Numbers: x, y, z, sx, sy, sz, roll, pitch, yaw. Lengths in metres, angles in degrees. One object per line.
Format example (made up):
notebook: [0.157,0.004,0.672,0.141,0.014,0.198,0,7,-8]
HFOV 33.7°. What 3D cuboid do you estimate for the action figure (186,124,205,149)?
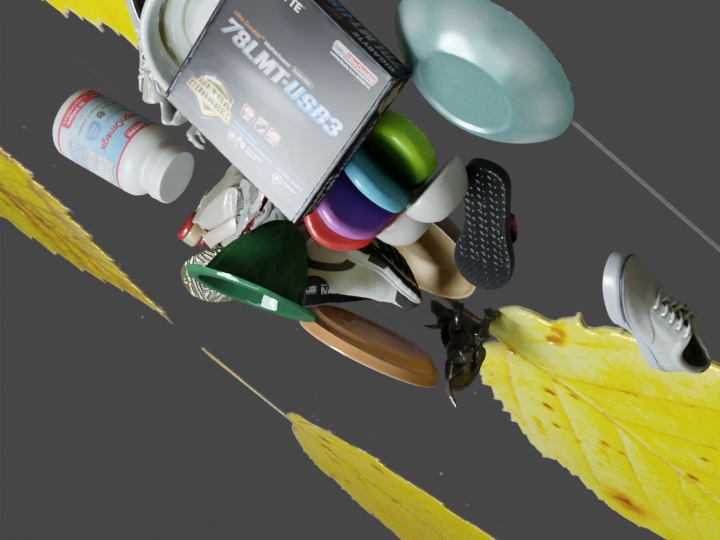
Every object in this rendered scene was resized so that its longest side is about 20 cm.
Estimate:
action figure: [-0.146,-0.183,1.439,0.118,0.103,0.200,16,154,45]

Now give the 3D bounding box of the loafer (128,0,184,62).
loafer: [-0.207,-0.249,1.347,0.069,0.070,0.202,-22,102,27]

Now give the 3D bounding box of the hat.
hat: [-0.093,-0.051,1.377,0.164,0.178,0.199,25,170,-26]

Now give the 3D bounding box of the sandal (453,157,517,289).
sandal: [0.148,-0.053,1.346,0.074,0.045,0.201,22,141,21]

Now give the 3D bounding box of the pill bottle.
pill bottle: [-0.346,-0.180,1.749,0.198,0.109,0.109,28,158,19]

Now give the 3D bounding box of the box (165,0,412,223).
box: [-0.077,-0.187,1.196,0.200,0.050,0.199,45,124,8]

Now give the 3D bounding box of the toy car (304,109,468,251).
toy car: [0.005,-0.094,1.295,0.175,0.150,0.200,44,155,-4]

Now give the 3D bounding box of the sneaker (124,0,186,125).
sneaker: [-0.241,-0.255,1.444,0.075,0.092,0.201,21,154,35]

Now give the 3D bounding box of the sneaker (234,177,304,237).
sneaker: [-0.097,-0.079,1.454,0.098,0.079,0.200,8,170,-16]

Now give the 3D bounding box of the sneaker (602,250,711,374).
sneaker: [0.317,0.044,1.251,0.070,0.074,0.200,4,153,39]

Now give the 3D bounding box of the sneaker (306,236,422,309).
sneaker: [0.000,0.000,1.461,0.199,0.080,0.074,34,-155,-41]

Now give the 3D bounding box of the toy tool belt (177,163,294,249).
toy tool belt: [-0.168,-0.064,1.684,0.122,0.126,0.200,35,141,-15]

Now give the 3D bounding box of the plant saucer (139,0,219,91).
plant saucer: [-0.136,-0.252,1.279,0.197,0.051,0.202,5,132,6]

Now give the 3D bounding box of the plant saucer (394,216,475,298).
plant saucer: [0.068,-0.043,1.488,0.199,0.036,0.201,31,158,14]

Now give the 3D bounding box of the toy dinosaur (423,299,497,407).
toy dinosaur: [0.138,0.109,1.574,0.076,0.202,0.103,2,138,-8]

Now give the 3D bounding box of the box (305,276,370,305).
box: [-0.072,0.016,1.656,0.191,0.048,0.199,-1,-176,-36]

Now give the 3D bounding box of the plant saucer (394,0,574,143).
plant saucer: [0.107,-0.181,1.132,0.200,0.039,0.202,32,159,13]

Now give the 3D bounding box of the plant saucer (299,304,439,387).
plant saucer: [0.015,0.094,1.555,0.198,0.033,0.200,25,-174,-3]

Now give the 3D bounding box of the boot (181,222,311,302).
boot: [-0.117,-0.021,1.544,0.173,0.200,0.067,-8,101,18]
